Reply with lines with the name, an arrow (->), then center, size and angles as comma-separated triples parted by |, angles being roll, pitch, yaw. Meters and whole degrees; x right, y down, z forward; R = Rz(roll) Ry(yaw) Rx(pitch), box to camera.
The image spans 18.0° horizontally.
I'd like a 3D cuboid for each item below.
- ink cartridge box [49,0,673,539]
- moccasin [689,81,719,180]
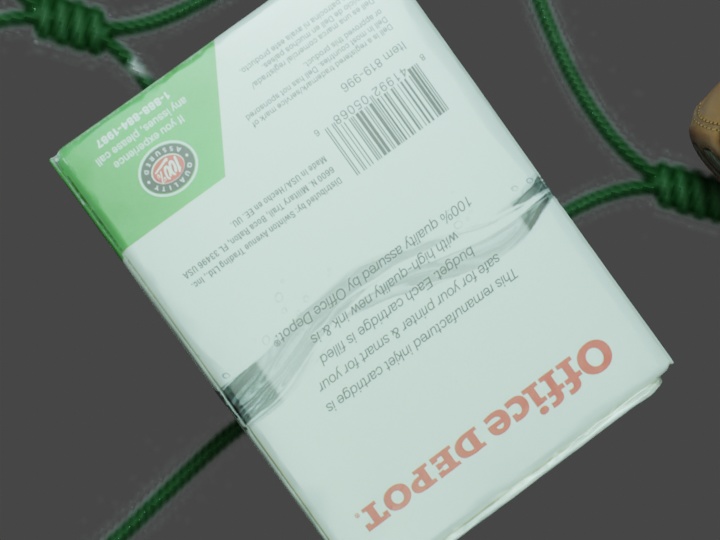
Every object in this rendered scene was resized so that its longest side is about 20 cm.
ink cartridge box -> 0.000, 0.000, 0.861 | 0.146, 0.083, 0.200 | -35, 90, -5
moccasin -> 0.209, -0.112, 0.881 | 0.201, 0.078, 0.074 | -40, 91, -4
